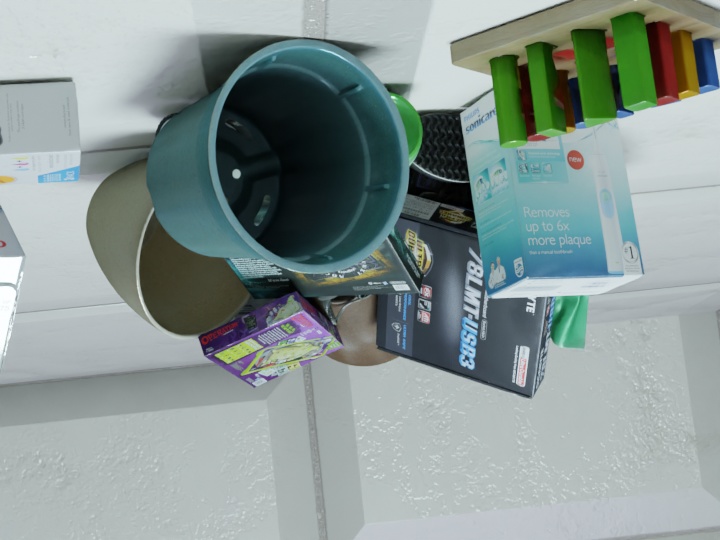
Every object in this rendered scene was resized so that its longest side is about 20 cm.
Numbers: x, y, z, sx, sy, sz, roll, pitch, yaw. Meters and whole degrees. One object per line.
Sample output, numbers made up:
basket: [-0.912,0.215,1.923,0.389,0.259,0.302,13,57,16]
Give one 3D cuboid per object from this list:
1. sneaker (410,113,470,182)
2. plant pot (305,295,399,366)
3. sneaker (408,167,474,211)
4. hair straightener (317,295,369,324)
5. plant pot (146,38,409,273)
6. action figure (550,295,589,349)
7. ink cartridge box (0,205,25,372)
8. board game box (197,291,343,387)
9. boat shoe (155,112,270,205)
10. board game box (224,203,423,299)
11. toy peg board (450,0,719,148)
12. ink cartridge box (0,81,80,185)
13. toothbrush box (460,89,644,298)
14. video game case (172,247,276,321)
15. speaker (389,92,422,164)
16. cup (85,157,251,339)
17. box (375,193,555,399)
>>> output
sneaker: [0.117,-0.125,1.651,0.198,0.071,0.090,2,177,-24]
plant pot: [-0.011,0.010,1.847,0.185,0.189,0.200,-8,168,9]
sneaker: [0.104,-0.089,1.709,0.198,0.071,0.078,14,-179,20]
hair straightener: [0.000,0.000,1.663,0.076,0.041,0.201,3,143,-11]
plant pot: [-0.091,-0.093,1.395,0.199,0.202,0.196,0,177,-32]
action figure: [0.223,-0.021,1.696,0.117,0.201,0.055,18,-152,4]
ink cartridge box: [-0.425,-0.010,1.459,0.146,0.200,0.147,0,124,-31]
board game box: [-0.096,0.079,1.704,0.119,0.033,0.200,-21,163,6]
boat shoe: [-0.133,-0.115,1.551,0.199,0.076,0.060,26,-166,-43]
board game box: [-0.049,-0.021,1.585,0.198,0.028,0.136,-2,144,25]
toy peg board: [0.220,-0.167,1.382,0.199,0.099,0.198,-13,168,38]
ink cartridge box: [-0.355,-0.119,1.384,0.198,0.068,0.115,-4,170,-11]
toothbrush box: [0.195,-0.080,1.570,0.145,0.202,0.085,0,165,-27]
video game case: [-0.159,-0.002,1.784,0.143,0.200,0.018,2,129,-55]
speaker: [0.001,-0.118,1.565,0.088,0.089,0.200,-3,170,-15]
cup: [-0.211,-0.044,1.649,0.143,0.202,0.200,21,-171,36]
box: [0.117,0.028,1.705,0.197,0.201,0.050,18,-141,19]
